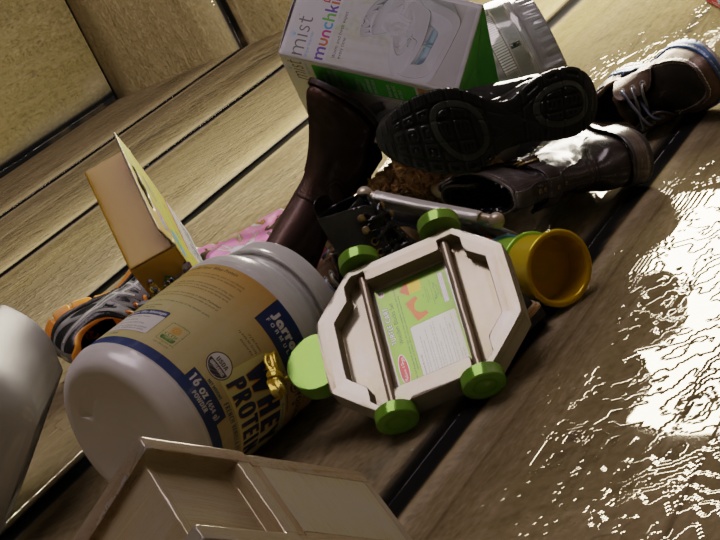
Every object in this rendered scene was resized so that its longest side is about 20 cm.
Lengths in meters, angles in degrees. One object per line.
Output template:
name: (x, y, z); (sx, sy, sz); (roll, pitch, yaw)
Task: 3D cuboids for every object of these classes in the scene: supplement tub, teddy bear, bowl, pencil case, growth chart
supplement tub: (-0.118, 0.077, 1.345); (0.144, 0.145, 0.200); (-12, 21, 46)
teddy bear: (0.063, -0.075, 1.627); (0.144, 0.067, 0.200); (2, -23, -30)
bowl: (-0.316, 0.146, 1.466); (0.200, 0.074, 0.201); (-87, 18, -73)
pencil case: (-0.110, -0.012, 1.772); (0.199, 0.083, 0.087); (-28, 2, -2)
growth chart: (0.070, -0.042, 1.471); (0.144, 0.018, 0.200); (12, -3, 8)

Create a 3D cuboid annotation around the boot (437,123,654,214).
boot: (0.144, -0.089, 1.529); (0.173, 0.070, 0.200); (-16, 10, -26)

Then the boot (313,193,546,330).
boot: (0.043, 0.000, 1.342); (0.077, 0.139, 0.199); (-37, 18, -36)

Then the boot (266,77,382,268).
boot: (-0.056, -0.060, 1.606); (0.064, 0.187, 0.201); (27, 77, 25)

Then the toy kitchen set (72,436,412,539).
toy kitchen set: (-0.072, 0.228, 0.932); (0.201, 0.180, 0.163); (-56, 48, 18)

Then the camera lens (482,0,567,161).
camera lens: (0.114, -0.184, 1.809); (0.199, 0.161, 0.160); (-26, 14, 2)

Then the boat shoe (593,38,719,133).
boat shoe: (0.281, -0.165, 1.651); (0.072, 0.072, 0.200); (-37, 7, -18)

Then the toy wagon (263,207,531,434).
toy wagon: (0.024, 0.046, 1.268); (0.199, 0.040, 0.156); (-24, 52, 13)

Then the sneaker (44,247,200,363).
sneaker: (-0.240, 0.045, 1.847); (0.199, 0.079, 0.077); (-33, 28, -9)

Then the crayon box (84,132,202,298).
crayon box: (-0.197, -0.028, 1.640); (0.051, 0.200, 0.127); (-29, 58, 0)

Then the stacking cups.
stacking cups: (0.113, -0.007, 1.399); (0.060, 0.061, 0.200); (-32, 14, -19)

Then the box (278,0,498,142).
box: (0.032, -0.191, 1.637); (0.175, 0.097, 0.200); (14, -13, 12)

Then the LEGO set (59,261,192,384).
LEGO set: (-0.156, 0.065, 1.508); (0.200, 0.116, 0.153); (-36, 17, -30)

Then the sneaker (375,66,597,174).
sneaker: (0.104, -0.127, 1.498); (0.199, 0.077, 0.091); (-10, 6, -18)

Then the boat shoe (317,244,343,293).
boat shoe: (0.000, 0.000, 1.531); (0.073, 0.072, 0.200); (-60, 2, -3)

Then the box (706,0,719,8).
box: (0.437, -0.364, 1.981); (0.095, 0.100, 0.200); (-25, 14, 6)
